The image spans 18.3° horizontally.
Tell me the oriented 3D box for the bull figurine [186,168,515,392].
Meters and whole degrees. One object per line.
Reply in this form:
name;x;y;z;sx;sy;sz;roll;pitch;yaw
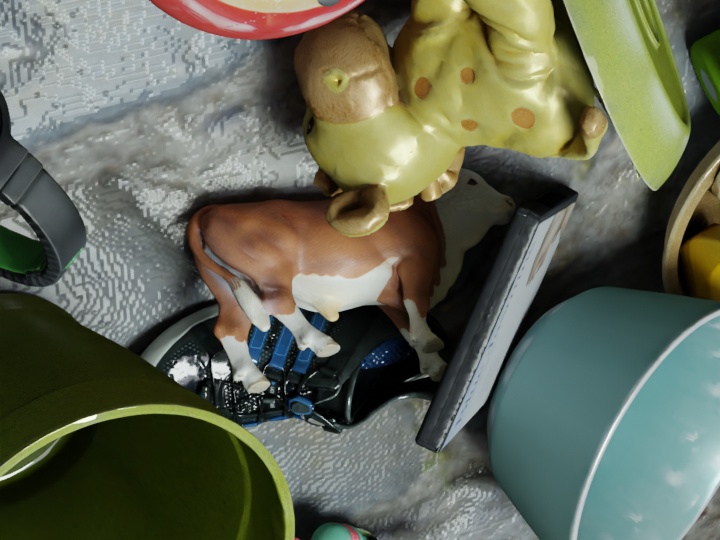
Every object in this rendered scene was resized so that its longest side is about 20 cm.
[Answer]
bull figurine;0.000;0.000;1.274;0.199;0.122;0.065;-5;151;-20

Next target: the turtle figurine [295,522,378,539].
turtle figurine;0.008;0.212;1.401;0.149;0.101;0.200;-29;142;-3

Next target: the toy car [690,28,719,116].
toy car;0.259;-0.205;1.308;0.164;0.158;0.201;-26;104;-1

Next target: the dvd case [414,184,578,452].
dvd case;0.082;0.023;1.293;0.143;0.017;0.200;-67;171;10

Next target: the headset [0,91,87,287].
headset;-0.211;-0.075;1.099;0.200;0.123;0.094;43;65;-23

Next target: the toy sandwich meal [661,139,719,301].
toy sandwich meal;0.278;-0.025;1.423;0.205;0.070;0.206;-24;139;-22

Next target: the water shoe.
water shoe;-0.036;0.057;1.295;0.199;0.079;0.072;-14;123;-24

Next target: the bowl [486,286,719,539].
bowl;0.153;0.091;1.391;0.201;0.105;0.201;-36;141;-36

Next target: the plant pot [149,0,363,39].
plant pot;-0.063;-0.218;1.055;0.200;0.182;0.201;-16;124;-25

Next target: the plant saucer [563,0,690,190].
plant saucer;0.139;-0.143;1.212;0.031;0.200;0.200;-21;131;14

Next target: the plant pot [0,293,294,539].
plant pot;-0.165;0.110;1.174;0.200;0.193;0.201;-15;124;-23

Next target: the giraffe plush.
giraffe plush;0.035;-0.105;1.198;0.162;0.173;0.201;-25;93;11
